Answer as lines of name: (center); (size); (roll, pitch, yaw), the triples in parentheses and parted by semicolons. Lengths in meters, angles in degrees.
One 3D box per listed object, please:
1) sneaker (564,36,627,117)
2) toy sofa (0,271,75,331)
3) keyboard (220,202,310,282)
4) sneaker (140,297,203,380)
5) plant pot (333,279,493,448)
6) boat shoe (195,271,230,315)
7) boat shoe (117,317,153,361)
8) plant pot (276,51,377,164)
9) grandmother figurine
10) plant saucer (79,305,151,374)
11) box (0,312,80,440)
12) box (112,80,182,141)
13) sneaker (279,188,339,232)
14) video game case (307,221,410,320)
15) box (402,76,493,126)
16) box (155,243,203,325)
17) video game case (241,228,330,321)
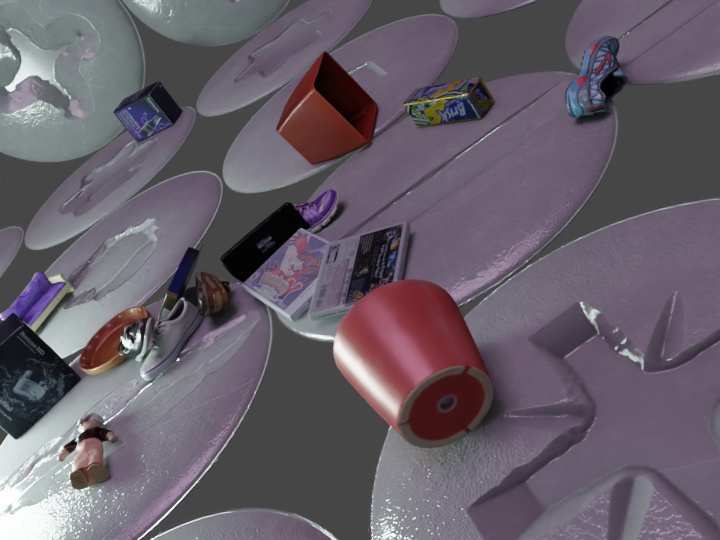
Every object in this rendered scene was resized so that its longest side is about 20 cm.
sneaker: (0.468, -0.366, 1.602); (0.095, 0.079, 0.200); (8, 60, 39)
toy sofa: (-0.909, 0.092, 2.371); (0.083, 0.098, 0.200); (-11, 38, 38)
keyboard: (-0.200, -0.050, 1.831); (0.200, 0.104, 0.040); (-40, 2, -7)
sneaker: (-0.419, 0.143, 1.805); (0.073, 0.071, 0.200); (-8, 40, 40)
plant pot: (0.084, 0.138, 1.181); (0.200, 0.201, 0.177); (-36, 38, 1)
boat shoe: (-0.322, 0.051, 1.848); (0.074, 0.076, 0.200); (-6, 18, -11)
boat shoe: (-0.481, 0.143, 1.793); (0.200, 0.060, 0.074); (138, 146, -65)
plant pot: (-0.096, -0.387, 2.109); (0.176, 0.200, 0.200); (-33, 28, 30)
grandmother figurine: (-0.537, 0.349, 1.662); (0.121, 0.061, 0.200); (-10, 26, -9)
plant saucer: (-0.572, 0.166, 1.976); (0.200, 0.032, 0.200); (-26, 31, 17)
box: (-0.797, 0.243, 1.938); (0.200, 0.197, 0.117); (-46, 32, -17)
box: (-0.805, -0.602, 3.188); (0.200, 0.148, 0.104); (-18, 34, 30)
sneaker: (-0.135, -0.120, 1.866); (0.200, 0.083, 0.081); (-35, 30, 2)
video game case: (0.000, 0.000, 1.590); (0.181, 0.023, 0.200); (-15, 39, 25)
box: (0.196, -0.377, 1.891); (0.200, 0.070, 0.064); (3, 49, 49)
box: (-0.417, 0.032, 1.940); (0.200, 0.032, 0.121); (-75, 10, -49)
video game case: (-0.129, 0.004, 1.721); (0.182, 0.023, 0.200); (-45, 38, -15)
